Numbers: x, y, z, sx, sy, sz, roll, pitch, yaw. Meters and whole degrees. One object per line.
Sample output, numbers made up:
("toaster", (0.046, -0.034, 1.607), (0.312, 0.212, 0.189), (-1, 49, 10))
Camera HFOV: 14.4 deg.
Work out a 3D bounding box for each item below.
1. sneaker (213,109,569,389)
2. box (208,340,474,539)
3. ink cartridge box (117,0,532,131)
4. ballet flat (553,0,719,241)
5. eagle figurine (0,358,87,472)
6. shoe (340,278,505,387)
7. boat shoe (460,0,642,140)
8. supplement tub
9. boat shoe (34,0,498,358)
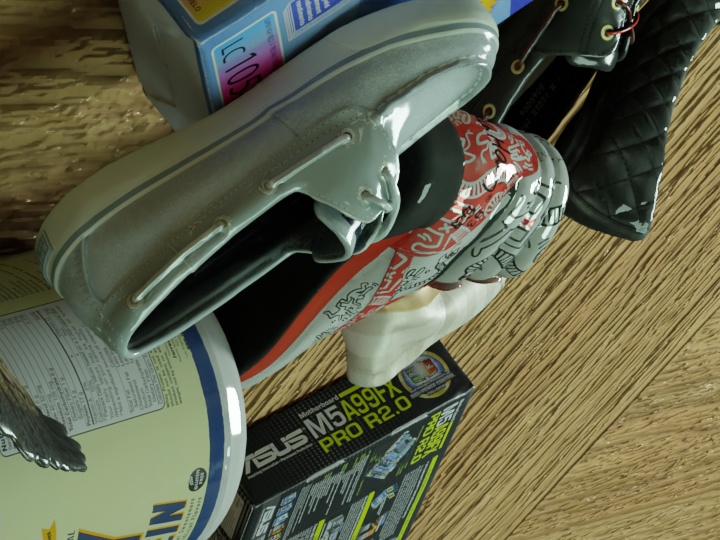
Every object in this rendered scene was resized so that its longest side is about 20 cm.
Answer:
("sneaker", (0.001, 0.001, 1.215), (0.107, 0.068, 0.201), (6, 145, -44))
("box", (-0.029, 0.136, 1.640), (0.160, 0.044, 0.200), (-27, 156, -29))
("ink cartridge box", (0.004, -0.134, 1.111), (0.199, 0.076, 0.137), (-36, 159, -12))
("ballet flat", (0.145, -0.089, 1.376), (0.200, 0.057, 0.066), (-57, -173, -36))
("eagle figurine", (-0.184, -0.001, 1.001), (0.199, 0.151, 0.153), (-7, 122, -35))
("shoe", (0.032, -0.005, 1.354), (0.200, 0.069, 0.054), (-45, 137, -60))
("boat shoe", (0.103, -0.118, 1.320), (0.202, 0.063, 0.074), (-48, 156, 19))
("supplement tub", (-0.160, 0.073, 1.158), (0.199, 0.145, 0.145), (-16, 150, -45))
("boat shoe", (-0.023, -0.031, 1.070), (0.200, 0.072, 0.070), (-31, 157, -14))
